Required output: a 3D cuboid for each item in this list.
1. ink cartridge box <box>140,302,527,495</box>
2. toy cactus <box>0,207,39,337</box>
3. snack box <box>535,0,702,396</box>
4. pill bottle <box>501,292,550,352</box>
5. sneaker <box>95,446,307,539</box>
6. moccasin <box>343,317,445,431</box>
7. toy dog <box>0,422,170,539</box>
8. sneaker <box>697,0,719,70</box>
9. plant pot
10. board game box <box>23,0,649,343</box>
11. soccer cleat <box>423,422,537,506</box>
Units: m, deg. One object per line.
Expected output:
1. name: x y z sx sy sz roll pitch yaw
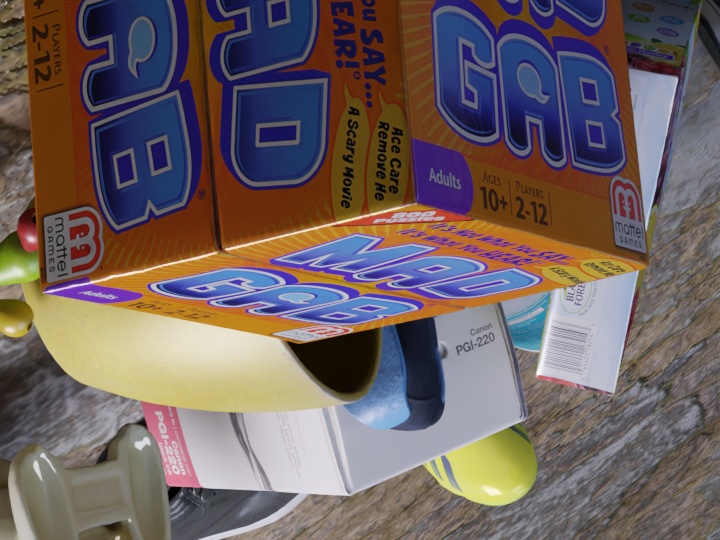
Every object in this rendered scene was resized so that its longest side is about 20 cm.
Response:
1. ink cartridge box: -0.019 0.072 1.735 0.145 0.085 0.200 -21 -172 -35
2. toy cactus: -0.245 0.034 1.458 0.199 0.103 0.165 -31 171 -14
3. snack box: 0.150 -0.050 1.671 0.142 0.053 0.201 -66 167 -63
4. pill bottle: 0.105 -0.009 1.856 0.111 0.111 0.200 -41 157 9
5. sneaker: -0.093 0.128 1.875 0.199 0.071 0.099 -24 159 -19
6. moccasin: 0.000 0.000 1.619 0.080 0.201 0.068 -20 156 29
7. toy dog: -0.216 0.183 1.679 0.199 0.195 0.139 -12 -173 31
8. sneaker: 0.290 -0.168 1.852 0.146 0.077 0.202 -31 169 13
9. plant pot: -0.093 -0.008 1.506 0.141 0.201 0.200 -19 163 19
10. board game box: -0.012 -0.091 1.300 0.199 0.201 0.199 -12 166 33
11. soccer cleat: 0.045 0.067 1.809 0.064 0.200 0.084 -31 139 -3
